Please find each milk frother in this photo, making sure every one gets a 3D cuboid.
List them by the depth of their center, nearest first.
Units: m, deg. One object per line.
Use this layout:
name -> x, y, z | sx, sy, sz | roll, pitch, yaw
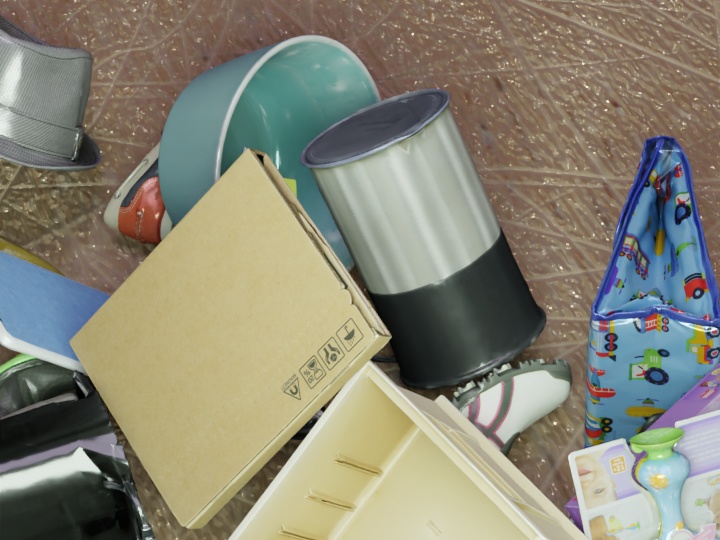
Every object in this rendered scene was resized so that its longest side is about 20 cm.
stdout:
milk frother -> 0.000, 0.000, 1.701 | 0.180, 0.189, 0.200 | -4, 27, 50

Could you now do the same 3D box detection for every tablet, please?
tablet -> -0.212, 0.038, 1.700 | 0.014, 0.200, 0.130 | -49, 50, 13

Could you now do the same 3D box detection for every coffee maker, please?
coffee maker -> -0.249, 0.159, 1.540 | 0.199, 0.192, 0.135 | -19, 91, -12

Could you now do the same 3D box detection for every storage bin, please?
storage bin -> 0.026, 0.201, 1.498 | 0.200, 0.094, 0.199 | -53, 53, 9

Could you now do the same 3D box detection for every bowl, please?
bowl -> -0.080, -0.082, 1.807 | 0.105, 0.201, 0.201 | 8, 43, 38

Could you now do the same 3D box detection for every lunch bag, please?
lunch bag -> 0.215, 0.013, 1.704 | 0.094, 0.151, 0.200 | 4, 46, 7

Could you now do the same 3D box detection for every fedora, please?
fedora -> -0.274, -0.151, 1.865 | 0.176, 0.091, 0.200 | 26, 8, 10

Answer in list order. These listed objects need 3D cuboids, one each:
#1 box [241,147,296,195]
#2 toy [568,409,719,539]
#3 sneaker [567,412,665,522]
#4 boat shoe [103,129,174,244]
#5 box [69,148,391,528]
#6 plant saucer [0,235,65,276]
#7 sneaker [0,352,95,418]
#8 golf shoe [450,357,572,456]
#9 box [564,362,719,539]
box -> -0.082, 0.027, 1.671 | 0.047, 0.200, 0.122 | 8, 45, -10
toy -> 0.208, 0.199, 1.497 | 0.115, 0.201, 0.047 | -15, 6, -15
sneaker -> 0.165, 0.168, 1.596 | 0.080, 0.087, 0.200 | 17, 48, 28
boat shoe -> -0.136, -0.098, 1.894 | 0.062, 0.071, 0.200 | 14, 52, 20
box -> -0.090, 0.045, 1.550 | 0.021, 0.200, 0.164 | 4, 46, -56
plant saucer -> -0.363, 0.008, 1.813 | 0.200, 0.049, 0.200 | 28, 52, 27
sneaker -> -0.263, 0.126, 1.687 | 0.200, 0.077, 0.084 | -34, 71, -23
golf shoe -> 0.075, 0.130, 1.668 | 0.200, 0.077, 0.088 | -26, 74, -23
box -> 0.240, 0.155, 1.579 | 0.200, 0.137, 0.039 | -39, 17, -29
